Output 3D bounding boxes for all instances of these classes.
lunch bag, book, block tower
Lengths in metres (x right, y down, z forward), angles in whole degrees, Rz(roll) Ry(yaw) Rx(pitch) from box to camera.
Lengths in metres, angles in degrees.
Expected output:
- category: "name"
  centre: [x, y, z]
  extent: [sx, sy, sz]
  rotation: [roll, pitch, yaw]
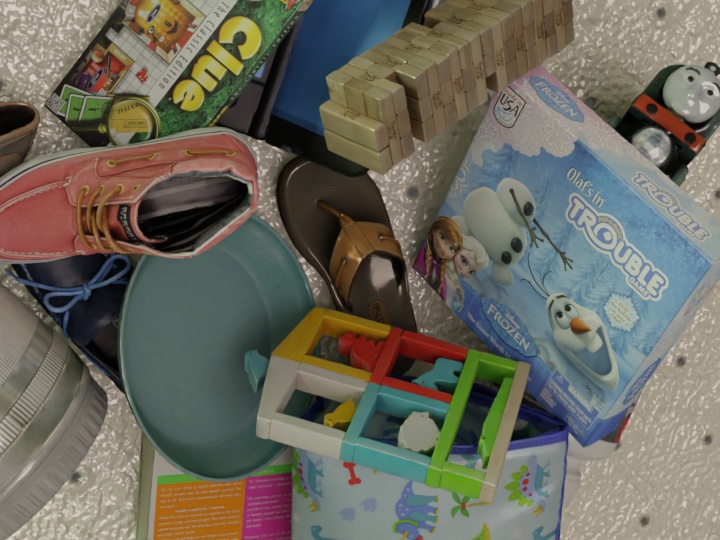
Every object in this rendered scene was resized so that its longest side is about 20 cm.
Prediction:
- category: "lunch bag"
  centre: [0.053, 0.177, 0.979]
  extent: [0.200, 0.127, 0.170]
  rotation: [6, 115, 11]
- category: "book"
  centre: [-0.109, 0.221, 1.019]
  extent: [0.133, 0.048, 0.200]
  rotation: [1, 103, -21]
- category: "block tower"
  centre: [0.064, -0.142, 0.861]
  extent: [0.200, 0.058, 0.054]
  rotation: [-38, 137, -27]

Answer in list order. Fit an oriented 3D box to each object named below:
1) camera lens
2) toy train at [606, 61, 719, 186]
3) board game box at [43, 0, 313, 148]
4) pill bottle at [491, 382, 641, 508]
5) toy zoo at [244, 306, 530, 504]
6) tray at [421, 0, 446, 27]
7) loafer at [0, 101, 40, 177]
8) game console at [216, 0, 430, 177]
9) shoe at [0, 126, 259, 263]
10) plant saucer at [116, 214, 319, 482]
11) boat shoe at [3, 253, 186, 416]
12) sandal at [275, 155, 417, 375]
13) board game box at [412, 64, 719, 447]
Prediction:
- category: "camera lens"
  centre: [-0.291, 0.071, 0.861]
  extent: [0.160, 0.160, 0.200]
  rotation: [-45, 112, -3]
- category: "toy train"
  centre: [0.220, -0.095, 0.974]
  extent: [0.085, 0.200, 0.114]
  rotation: [37, 87, 8]
- category: "board game box"
  centre: [-0.121, -0.159, 0.892]
  extent: [0.105, 0.023, 0.200]
  rotation: [40, 100, 4]
- category: "pill bottle"
  centre: [0.172, 0.084, 1.038]
  extent: [0.111, 0.111, 0.200]
  rotation: [22, 96, -21]
- category: "toy zoo"
  centre: [0.012, 0.087, 0.918]
  extent: [0.200, 0.131, 0.020]
  rotation: [15, 128, 10]
- category: "tray"
  centre: [0.088, -0.219, 0.904]
  extent: [0.107, 0.022, 0.200]
  rotation: [-7, 126, -55]
- category: "loafer"
  centre: [-0.290, -0.079, 0.822]
  extent: [0.063, 0.200, 0.072]
  rotation: [-45, 77, 31]
- category: "game console"
  centre: [-0.055, -0.188, 0.897]
  extent: [0.171, 0.118, 0.200]
  rotation: [16, 97, -21]
- category: "shoe"
  centre: [-0.163, -0.042, 0.845]
  extent: [0.200, 0.091, 0.072]
  rotation: [-15, 111, -4]
- category: "plant saucer"
  centre: [-0.108, 0.053, 0.940]
  extent: [0.200, 0.036, 0.200]
  rotation: [7, 81, -49]
- category: "boat shoe"
  centre: [-0.181, 0.024, 0.934]
  extent: [0.084, 0.069, 0.200]
  rotation: [-43, 112, -4]
- category: "sandal"
  centre: [0.000, 0.000, 0.990]
  extent: [0.082, 0.055, 0.200]
  rotation: [-24, 109, -18]
- category: "board game box"
  centre: [0.144, -0.009, 0.924]
  extent: [0.043, 0.200, 0.199]
  rotation: [-21, 148, -40]
